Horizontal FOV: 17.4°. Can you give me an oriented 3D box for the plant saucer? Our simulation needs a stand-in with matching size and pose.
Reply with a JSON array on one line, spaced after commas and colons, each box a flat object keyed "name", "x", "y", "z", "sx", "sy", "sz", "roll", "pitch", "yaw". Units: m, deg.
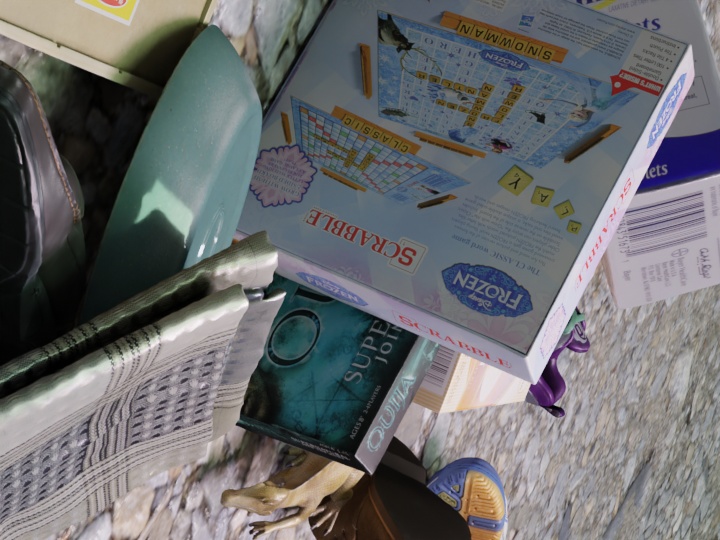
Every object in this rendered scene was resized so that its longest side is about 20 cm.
[{"name": "plant saucer", "x": -0.087, "y": -0.017, "z": 1.127, "sx": 0.200, "sy": 0.036, "sz": 0.201, "roll": 20, "pitch": 90, "yaw": -86}]

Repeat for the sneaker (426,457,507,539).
[{"name": "sneaker", "x": 0.081, "y": 0.191, "z": 1.852, "sx": 0.201, "sy": 0.075, "sz": 0.088, "roll": 97, "pitch": 13, "yaw": -54}]

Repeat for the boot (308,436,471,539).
[{"name": "boot", "x": 0.015, "y": 0.166, "z": 1.516, "sx": 0.076, "sy": 0.073, "sz": 0.200, "roll": -56, "pitch": -159, "yaw": 7}]

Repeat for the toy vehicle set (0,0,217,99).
[{"name": "toy vehicle set", "x": -0.107, "y": -0.149, "z": 1.021, "sx": 0.125, "sy": 0.026, "sz": 0.200, "roll": -68, "pitch": 161, "yaw": 2}]

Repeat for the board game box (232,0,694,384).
[{"name": "board game box", "x": 0.049, "y": -0.066, "z": 1.266, "sx": 0.200, "sy": 0.199, "sz": 0.041, "roll": -60, "pitch": 158, "yaw": -17}]

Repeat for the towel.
[{"name": "towel", "x": -0.123, "y": 0.076, "z": 1.053, "sx": 0.199, "sy": 0.035, "sz": 0.193, "roll": -29, "pitch": 159, "yaw": -24}]

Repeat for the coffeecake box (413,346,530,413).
[{"name": "coffeecake box", "x": 0.081, "y": 0.012, "z": 1.628, "sx": 0.200, "sy": 0.073, "sz": 0.154, "roll": 1, "pitch": 110, "yaw": -70}]

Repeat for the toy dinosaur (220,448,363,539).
[{"name": "toy dinosaur", "x": -0.012, "y": 0.117, "z": 1.461, "sx": 0.200, "sy": 0.058, "sz": 0.101, "roll": -36, "pitch": 173, "yaw": -38}]

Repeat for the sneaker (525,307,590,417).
[{"name": "sneaker", "x": 0.144, "y": 0.011, "z": 1.772, "sx": 0.074, "sy": 0.087, "sz": 0.201, "roll": -37, "pitch": 145, "yaw": -55}]

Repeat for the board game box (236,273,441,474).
[{"name": "board game box", "x": -0.004, "y": 0.005, "z": 1.302, "sx": 0.201, "sy": 0.135, "sz": 0.028, "roll": -61, "pitch": 142, "yaw": -18}]

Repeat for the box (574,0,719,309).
[{"name": "box", "x": 0.193, "y": -0.106, "z": 1.602, "sx": 0.184, "sy": 0.104, "sz": 0.201, "roll": 67, "pitch": 10, "yaw": -65}]

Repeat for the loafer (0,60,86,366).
[{"name": "loafer", "x": -0.150, "y": -0.027, "z": 0.988, "sx": 0.072, "sy": 0.072, "sz": 0.201, "roll": -59, "pitch": 169, "yaw": -34}]
